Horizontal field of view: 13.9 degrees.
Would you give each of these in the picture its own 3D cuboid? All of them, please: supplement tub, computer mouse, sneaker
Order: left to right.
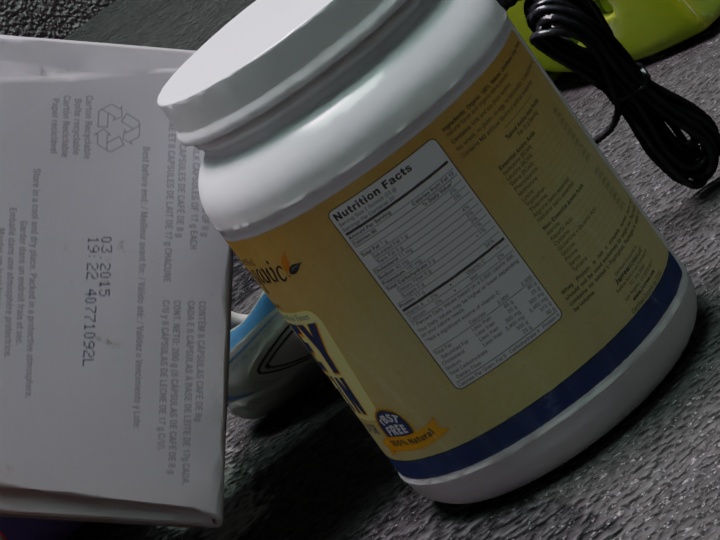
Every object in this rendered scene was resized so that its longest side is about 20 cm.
[{"bbox_3d":[0.000,0.000,1.423,0.200,0.073,0.072,-32,2,21],"label":"sneaker"},{"bbox_3d":[0.026,-0.024,1.172,0.144,0.200,0.144,-34,13,9],"label":"supplement tub"},{"bbox_3d":[0.050,-0.039,1.314,0.200,0.140,0.046,-31,28,22],"label":"computer mouse"}]

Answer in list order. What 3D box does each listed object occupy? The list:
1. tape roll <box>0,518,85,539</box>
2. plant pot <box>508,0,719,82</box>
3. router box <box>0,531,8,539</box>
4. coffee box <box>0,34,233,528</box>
[{"bbox_3d":[-0.199,0.049,1.498,0.085,0.200,0.200,-36,13,-1],"label":"tape roll"},{"bbox_3d":[0.113,-0.221,1.641,0.181,0.199,0.200,-31,14,47],"label":"plant pot"},{"bbox_3d":[-0.194,0.208,1.132,0.200,0.049,0.180,-38,37,1],"label":"router box"},{"bbox_3d":[-0.157,0.007,1.297,0.199,0.201,0.198,3,-4,-4],"label":"coffee box"}]
